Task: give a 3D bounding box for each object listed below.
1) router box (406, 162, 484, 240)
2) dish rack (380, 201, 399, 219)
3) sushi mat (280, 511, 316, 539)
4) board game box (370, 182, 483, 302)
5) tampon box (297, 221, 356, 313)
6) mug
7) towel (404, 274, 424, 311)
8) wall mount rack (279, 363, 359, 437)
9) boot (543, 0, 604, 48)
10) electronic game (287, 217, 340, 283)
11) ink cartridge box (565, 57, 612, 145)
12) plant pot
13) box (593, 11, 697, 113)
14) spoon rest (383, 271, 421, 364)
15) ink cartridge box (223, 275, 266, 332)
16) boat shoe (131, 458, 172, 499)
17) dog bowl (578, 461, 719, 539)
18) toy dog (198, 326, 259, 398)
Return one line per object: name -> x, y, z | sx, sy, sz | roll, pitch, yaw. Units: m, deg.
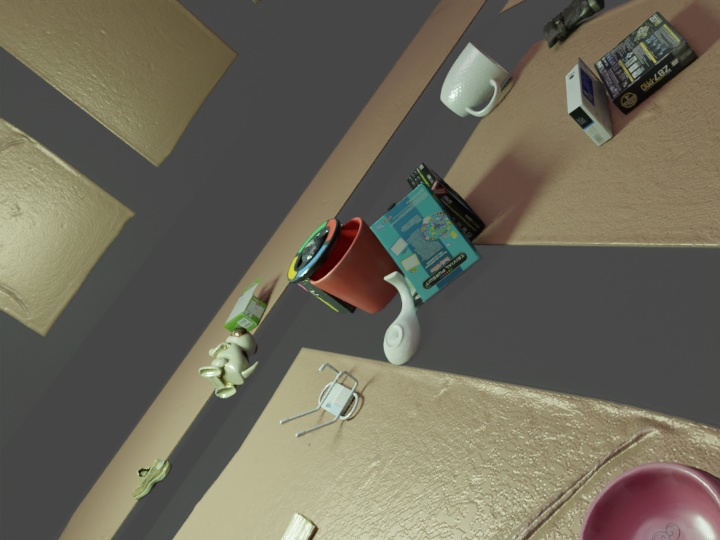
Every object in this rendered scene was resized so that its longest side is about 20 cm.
router box -> 0.194, -0.160, 1.526 | 0.062, 0.150, 0.200 | -46, 21, 13
dish rack -> 0.102, -0.120, 1.808 | 0.154, 0.054, 0.200 | -57, 22, -10
sushi mat -> -0.154, 0.562, 1.248 | 0.201, 0.012, 0.095 | -59, 20, -19
board game box -> 0.139, -0.059, 1.393 | 0.151, 0.201, 0.047 | -39, -10, 17
tampon box -> -0.047, -0.006, 1.782 | 0.201, 0.150, 0.126 | -57, 17, -15
mug -> 0.332, -0.530, 1.905 | 0.176, 0.147, 0.201 | -52, 48, 23
towel -> 0.161, -0.002, 1.517 | 0.149, 0.031, 0.201 | -39, 21, 25
wall mount rack -> -0.088, 0.298, 1.467 | 0.174, 0.074, 0.200 | -56, 19, -13
boot -> 0.564, -0.702, 1.768 | 0.174, 0.069, 0.201 | -32, 29, 42
electronic game -> -0.118, -0.051, 1.663 | 0.200, 0.042, 0.201 | -44, 20, 21
ink cartridge box -> 0.461, -0.345, 1.331 | 0.039, 0.099, 0.201 | -36, 24, 39
plant pot -> 0.000, 0.000, 1.637 | 0.200, 0.177, 0.201 | -43, 22, 22
box -> 0.561, -0.419, 1.315 | 0.161, 0.049, 0.201 | -42, 22, 30
spoon rest -> 0.088, 0.105, 1.409 | 0.099, 0.060, 0.202 | -26, 55, 39
ink cartridge box -> -0.413, 0.134, 2.472 | 0.147, 0.076, 0.201 | -32, 26, 45
boat shoe -> -0.705, 0.679, 2.169 | 0.200, 0.076, 0.072 | -44, 21, 21
dog bowl -> 0.301, 0.280, 0.642 | 0.200, 0.074, 0.201 | -43, 22, 21
toy dog -> -0.406, 0.276, 2.125 | 0.193, 0.140, 0.201 | -25, 30, 26
